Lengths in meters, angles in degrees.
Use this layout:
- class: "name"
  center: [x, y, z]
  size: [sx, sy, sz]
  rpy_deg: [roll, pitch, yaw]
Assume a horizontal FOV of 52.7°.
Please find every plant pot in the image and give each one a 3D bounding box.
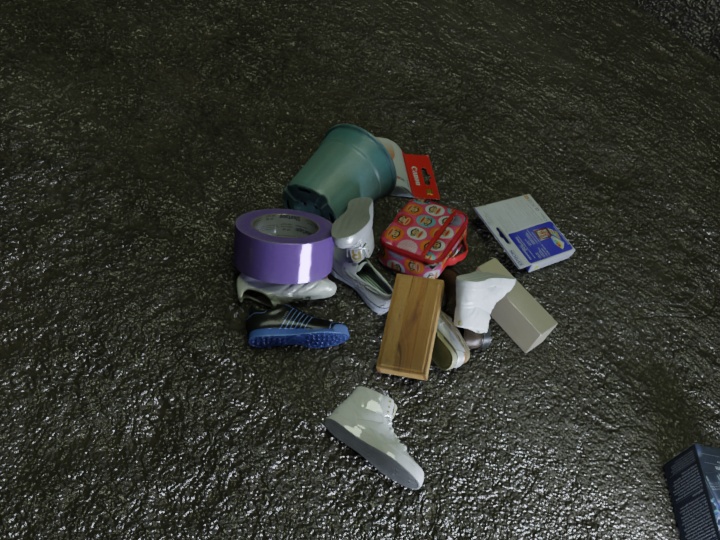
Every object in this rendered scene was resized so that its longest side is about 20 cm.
- class: "plant pot"
  center: [-0.056, -0.184, 1.592]
  size: [0.200, 0.201, 0.196]
  rpy_deg: [35, 56, 10]

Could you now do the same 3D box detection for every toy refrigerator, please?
- class: "toy refrigerator"
  center: [0.329, 0.074, 1.591]
  size: [0.070, 0.076, 0.200]
  rpy_deg: [-25, 64, -35]

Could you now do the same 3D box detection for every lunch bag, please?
- class: "lunch bag"
  center: [0.151, -0.065, 1.611]
  size: [0.175, 0.082, 0.200]
  rpy_deg: [22, 47, 19]

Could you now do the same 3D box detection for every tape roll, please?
- class: "tape roll"
  center: [-0.151, -0.051, 1.449]
  size: [0.199, 0.085, 0.200]
  rpy_deg: [6, 22, -2]

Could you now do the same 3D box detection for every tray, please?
- class: "tray"
  center: [0.100, 0.108, 1.436]
  size: [0.098, 0.037, 0.201]
  rpy_deg: [8, 68, 13]

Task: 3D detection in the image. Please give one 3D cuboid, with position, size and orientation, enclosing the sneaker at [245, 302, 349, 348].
- class: "sneaker"
  center: [-0.120, 0.101, 1.399]
  size: [0.199, 0.070, 0.078]
  rpy_deg: [2, 58, -18]

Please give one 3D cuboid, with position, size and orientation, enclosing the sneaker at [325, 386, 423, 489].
- class: "sneaker"
  center: [0.049, 0.287, 1.296]
  size: [0.200, 0.074, 0.116]
  rpy_deg: [36, 52, 12]

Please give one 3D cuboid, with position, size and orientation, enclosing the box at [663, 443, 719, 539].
- class: "box"
  center: [0.694, 0.454, 1.392]
  size: [0.148, 0.107, 0.201]
  rpy_deg: [13, 49, -12]

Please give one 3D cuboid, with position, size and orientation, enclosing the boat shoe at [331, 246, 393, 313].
- class: "boat shoe"
  center: [0.000, 0.000, 1.531]
  size: [0.200, 0.067, 0.073]
  rpy_deg: [41, 49, 15]

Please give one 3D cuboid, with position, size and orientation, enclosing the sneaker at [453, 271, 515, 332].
- class: "sneaker"
  center: [0.247, 0.066, 1.475]
  size: [0.073, 0.116, 0.199]
  rpy_deg: [13, 12, 37]

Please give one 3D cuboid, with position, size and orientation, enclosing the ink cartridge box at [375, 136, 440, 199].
- class: "ink cartridge box"
  center: [0.097, -0.253, 1.793]
  size: [0.199, 0.050, 0.163]
  rpy_deg: [2, 51, -15]

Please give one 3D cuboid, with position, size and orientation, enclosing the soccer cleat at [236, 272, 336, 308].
- class: "soccer cleat"
  center: [-0.147, 0.043, 1.445]
  size: [0.199, 0.069, 0.078]
  rpy_deg: [6, 55, -7]

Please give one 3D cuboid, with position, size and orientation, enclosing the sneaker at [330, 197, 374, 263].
- class: "sneaker"
  center: [-0.007, -0.060, 1.455]
  size: [0.073, 0.116, 0.200]
  rpy_deg: [2, 26, 14]

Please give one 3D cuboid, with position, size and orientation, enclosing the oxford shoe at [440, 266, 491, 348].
- class: "oxford shoe"
  center: [0.205, 0.074, 1.546]
  size: [0.084, 0.073, 0.201]
  rpy_deg: [-5, 54, -22]

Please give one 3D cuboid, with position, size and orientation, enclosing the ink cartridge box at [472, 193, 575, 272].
- class: "ink cartridge box"
  center: [0.392, -0.090, 1.775]
  size: [0.199, 0.047, 0.198]
  rpy_deg: [-17, 61, -29]

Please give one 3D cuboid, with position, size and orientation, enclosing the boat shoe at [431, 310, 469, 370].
- class: "boat shoe"
  center: [0.150, 0.116, 1.496]
  size: [0.068, 0.075, 0.201]
  rpy_deg: [-6, 54, -41]
